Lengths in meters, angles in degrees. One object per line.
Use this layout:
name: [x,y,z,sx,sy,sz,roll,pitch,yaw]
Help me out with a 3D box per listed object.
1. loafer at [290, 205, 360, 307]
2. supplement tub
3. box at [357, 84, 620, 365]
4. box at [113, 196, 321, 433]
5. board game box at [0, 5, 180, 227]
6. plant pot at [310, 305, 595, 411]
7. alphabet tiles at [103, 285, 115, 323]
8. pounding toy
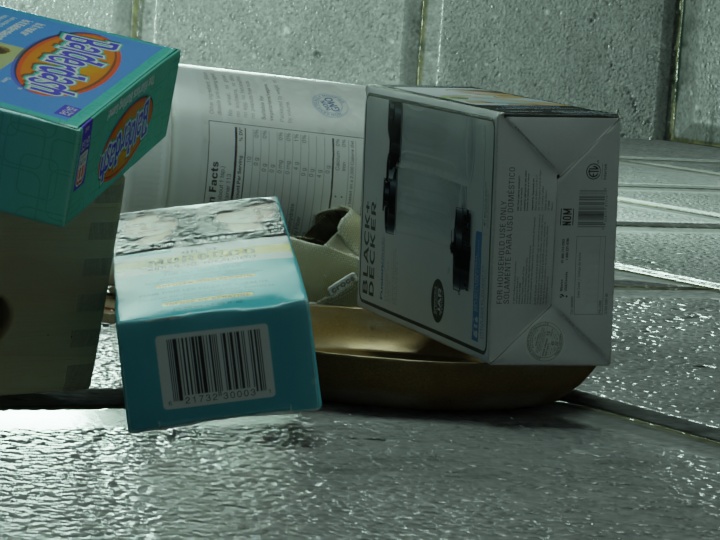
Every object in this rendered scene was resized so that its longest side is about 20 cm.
loafer: [0.000,0.000,1.565,0.199,0.069,0.076,2,7,-14]
supplement tub: [-0.048,-0.047,1.650,0.199,0.133,0.132,5,5,-15]
box: [0.057,-0.025,1.363,0.060,0.118,0.200,0,8,-17]
box: [-0.066,0.016,1.265,0.082,0.049,0.200,-7,14,-4]
board game box: [-0.191,-0.080,1.203,0.199,0.045,0.152,14,18,9]
plant pot: [0.016,0.042,1.374,0.199,0.028,0.200,4,5,0]
alphabet tiles: [-0.196,0.012,1.619,0.199,0.008,0.167,8,6,28]
pounding toy: [-0.241,-0.005,1.249,0.199,0.143,0.184,-3,23,-35]
